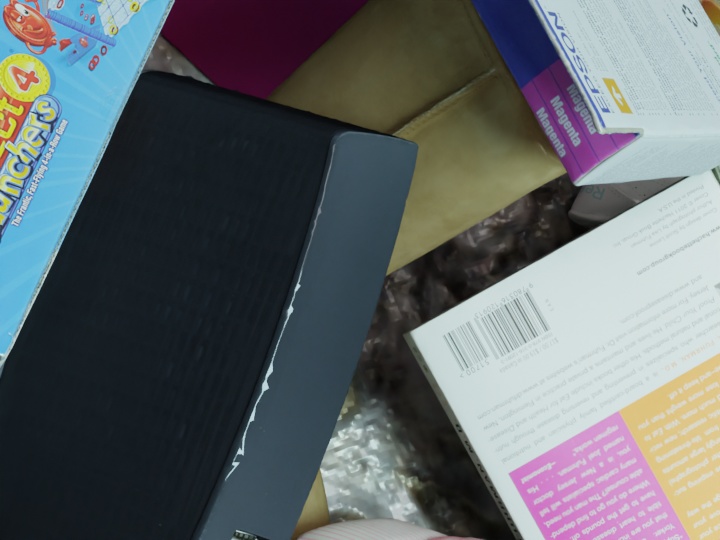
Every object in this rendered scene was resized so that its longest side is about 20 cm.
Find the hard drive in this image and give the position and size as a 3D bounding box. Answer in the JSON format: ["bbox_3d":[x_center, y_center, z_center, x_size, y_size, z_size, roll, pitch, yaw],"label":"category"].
[{"bbox_3d":[-0.068,0.030,1.044,0.042,0.135,0.201,26,83,-56],"label":"hard drive"}]

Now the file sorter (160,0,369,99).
[{"bbox_3d":[-0.002,-0.144,1.173,0.200,0.139,0.125,43,57,-3],"label":"file sorter"}]

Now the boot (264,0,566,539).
[{"bbox_3d":[0.000,0.000,1.076,0.176,0.200,0.066,62,26,9],"label":"boot"}]

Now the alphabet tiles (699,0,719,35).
[{"bbox_3d":[0.174,-0.101,1.265,0.200,0.006,0.166,52,29,3],"label":"alphabet tiles"}]

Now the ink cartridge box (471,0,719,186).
[{"bbox_3d":[0.056,-0.123,1.028,0.197,0.043,0.200,62,23,10],"label":"ink cartridge box"}]

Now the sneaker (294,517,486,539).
[{"bbox_3d":[-0.006,0.158,1.040,0.104,0.076,0.200,20,39,24],"label":"sneaker"}]

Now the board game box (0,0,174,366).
[{"bbox_3d":[-0.137,-0.026,1.027,0.056,0.200,0.196,27,60,-10],"label":"board game box"}]

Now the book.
[{"bbox_3d":[0.122,0.080,1.116,0.133,0.048,0.201,-28,90,-5],"label":"book"}]

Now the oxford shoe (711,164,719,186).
[{"bbox_3d":[0.196,0.016,1.166,0.058,0.075,0.200,-32,103,8],"label":"oxford shoe"}]

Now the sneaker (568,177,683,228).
[{"bbox_3d":[0.170,0.019,1.233,0.200,0.075,0.089,45,79,-5],"label":"sneaker"}]
